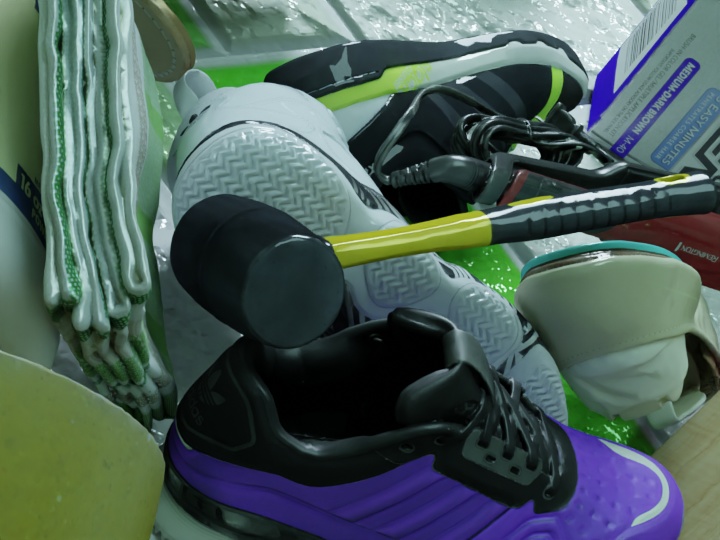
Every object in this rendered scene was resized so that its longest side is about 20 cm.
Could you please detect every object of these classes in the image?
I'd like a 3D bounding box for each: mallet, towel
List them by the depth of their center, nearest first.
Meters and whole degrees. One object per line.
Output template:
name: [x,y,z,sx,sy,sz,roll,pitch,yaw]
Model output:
towel: [-0.074,-0.035,0.701,0.031,0.200,0.150,-3,77,0]
mallet: [0.039,-0.010,0.746,0.199,0.041,0.066,-8,19,-18]

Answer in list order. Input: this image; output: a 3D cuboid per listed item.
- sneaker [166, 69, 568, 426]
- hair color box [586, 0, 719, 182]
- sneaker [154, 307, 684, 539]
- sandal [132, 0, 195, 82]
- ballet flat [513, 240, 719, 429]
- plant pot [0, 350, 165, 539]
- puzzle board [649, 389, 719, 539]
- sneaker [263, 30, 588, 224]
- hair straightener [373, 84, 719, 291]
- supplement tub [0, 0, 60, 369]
sneaker: [0.000,0.000,0.842,0.200,0.075,0.115,43,10,-29]
hair color box: [0.224,-0.066,1.093,0.199,0.109,0.065,30,36,-11]
sneaker: [0.032,0.062,0.760,0.199,0.100,0.070,7,41,-20]
sandal: [-0.166,-0.120,0.864,0.211,0.078,0.070,39,66,12]
ballet flat: [0.112,0.030,0.884,0.070,0.069,0.200,50,11,16]
plant pot: [-0.152,0.105,0.526,0.199,0.200,0.143,16,65,-28]
puzzle board: [0.176,0.077,0.807,0.151,0.200,0.017,24,-29,54]
sneaker: [0.031,-0.054,0.964,0.200,0.072,0.083,-10,83,-46]
hair straightener: [0.084,-0.037,0.938,0.199,0.041,0.077,8,34,-34]
supplement tub: [-0.162,-0.044,0.694,0.145,0.145,0.201,22,39,-22]
